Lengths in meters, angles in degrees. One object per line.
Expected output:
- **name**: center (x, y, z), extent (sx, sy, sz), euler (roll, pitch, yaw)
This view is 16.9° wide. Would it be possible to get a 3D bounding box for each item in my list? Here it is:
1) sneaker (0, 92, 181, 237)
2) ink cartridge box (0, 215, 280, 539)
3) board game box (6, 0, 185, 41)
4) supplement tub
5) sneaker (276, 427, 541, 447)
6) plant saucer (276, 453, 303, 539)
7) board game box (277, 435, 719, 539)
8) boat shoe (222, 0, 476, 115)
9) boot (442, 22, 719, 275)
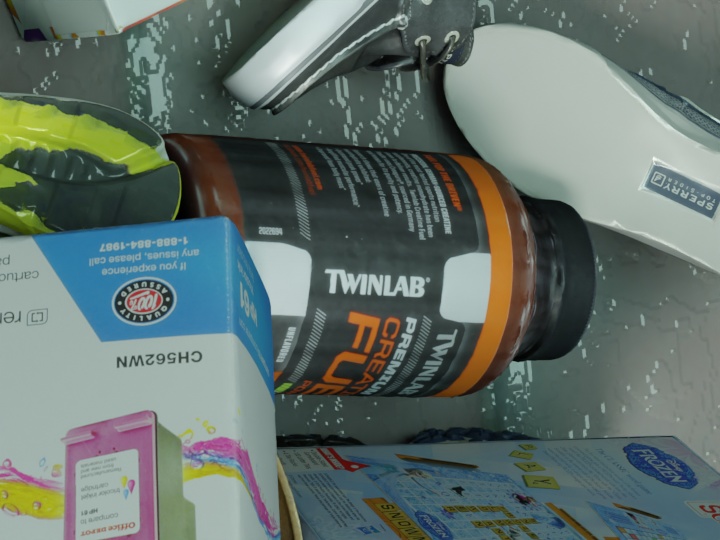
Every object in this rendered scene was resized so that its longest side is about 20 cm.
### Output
- **sneaker**: center (-0.171, -0.040, 0.939), extent (0.199, 0.085, 0.075), euler (22, 65, -6)
- **ink cartridge box**: center (-0.104, 0.093, 0.858), extent (0.144, 0.085, 0.201), euler (-6, 68, 5)
- **board game box**: center (-0.054, -0.180, 0.979), extent (0.199, 0.103, 0.105), euler (-28, 105, -24)
- **supplement tub**: center (0.000, 0.000, 1.017), extent (0.199, 0.107, 0.108), euler (2, 92, -28)
- **sneaker**: center (0.033, 0.117, 1.070), extent (0.199, 0.077, 0.086), euler (1, 99, -20)
- **plant saucer**: center (-0.113, 0.119, 0.950), extent (0.199, 0.035, 0.202), euler (-1, 84, 14)
- **board game box**: center (0.076, 0.120, 0.938), extent (0.198, 0.200, 0.041), euler (0, 108, -20)
- **boat shoe**: center (0.029, -0.119, 1.048), extent (0.200, 0.070, 0.066), euler (-41, 97, -29)
- **boot**: center (0.128, -0.050, 1.113), extent (0.199, 0.090, 0.073), euler (32, 99, 0)
